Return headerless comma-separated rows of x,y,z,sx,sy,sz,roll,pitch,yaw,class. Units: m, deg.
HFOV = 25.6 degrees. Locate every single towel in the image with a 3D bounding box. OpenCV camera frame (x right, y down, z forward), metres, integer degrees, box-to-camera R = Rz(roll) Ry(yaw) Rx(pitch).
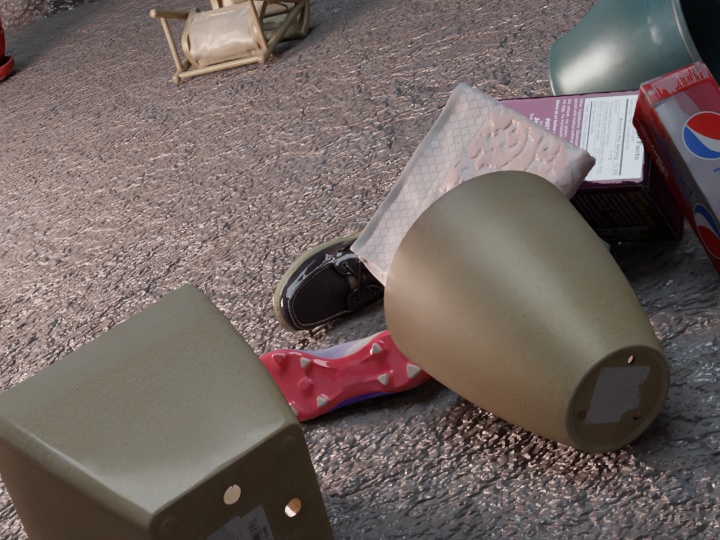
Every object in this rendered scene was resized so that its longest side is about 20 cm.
0.092,-0.054,1.396,0.201,0.032,0.191,-55,40,6,towel

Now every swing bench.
-0.210,-0.422,2.680,0.198,0.131,0.200,-7,20,32,swing bench

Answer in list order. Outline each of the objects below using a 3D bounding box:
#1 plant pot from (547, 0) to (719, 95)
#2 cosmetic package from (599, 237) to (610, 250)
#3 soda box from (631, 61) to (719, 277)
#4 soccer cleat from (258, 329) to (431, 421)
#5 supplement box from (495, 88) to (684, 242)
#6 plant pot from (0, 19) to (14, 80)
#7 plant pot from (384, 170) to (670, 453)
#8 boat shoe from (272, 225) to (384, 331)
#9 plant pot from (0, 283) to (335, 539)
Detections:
0.309,-0.223,1.682,0.187,0.201,0.200,-22,17,37,plant pot
0.118,-0.015,1.447,0.199,0.101,0.075,3,70,45,cosmetic package
0.303,-0.073,1.328,0.063,0.201,0.070,-22,-22,-6,soda box
-0.015,0.092,1.409,0.199,0.067,0.076,-16,-8,25,soccer cleat
0.193,-0.093,1.483,0.199,0.131,0.104,-1,68,26,supplement box
-0.812,-0.457,3.206,0.199,0.184,0.201,-17,23,7,plant pot
0.144,0.049,1.228,0.186,0.188,0.200,-26,37,-14,plant pot
0.000,0.000,1.581,0.199,0.072,0.065,-28,18,-34,boat shoe
-0.130,0.163,1.174,0.199,0.201,0.177,-32,36,-27,plant pot
